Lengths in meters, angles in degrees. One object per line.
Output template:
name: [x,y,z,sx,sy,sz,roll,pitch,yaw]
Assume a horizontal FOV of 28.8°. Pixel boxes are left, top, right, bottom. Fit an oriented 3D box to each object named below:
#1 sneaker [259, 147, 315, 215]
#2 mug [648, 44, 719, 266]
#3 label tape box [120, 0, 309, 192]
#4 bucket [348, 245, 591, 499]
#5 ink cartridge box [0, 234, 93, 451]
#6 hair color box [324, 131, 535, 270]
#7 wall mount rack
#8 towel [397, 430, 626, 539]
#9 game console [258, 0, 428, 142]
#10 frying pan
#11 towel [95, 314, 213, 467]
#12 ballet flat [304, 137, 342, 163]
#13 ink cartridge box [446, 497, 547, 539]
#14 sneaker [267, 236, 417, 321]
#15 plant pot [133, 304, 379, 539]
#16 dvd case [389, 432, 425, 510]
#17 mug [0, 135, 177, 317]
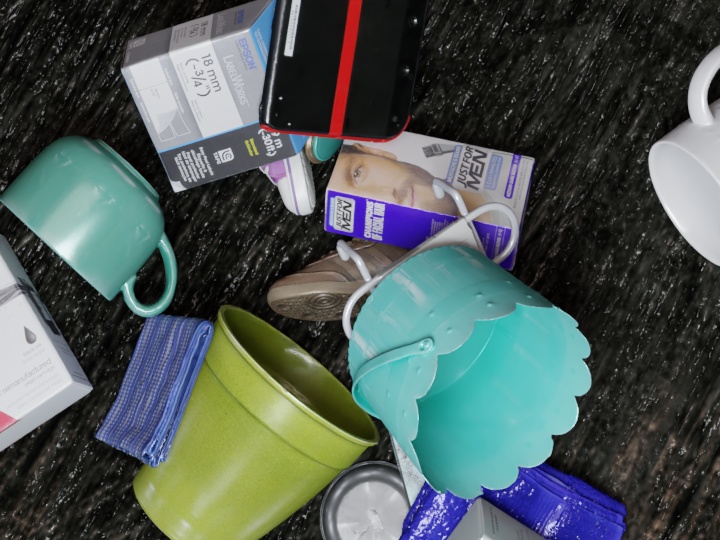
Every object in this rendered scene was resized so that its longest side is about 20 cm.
sneaker: [-0.119,-0.134,1.473,0.113,0.073,0.203,-21,68,2]
mug: [0.386,-0.132,1.372,0.174,0.147,0.202,-34,114,-11]
label tape box: [-0.115,-0.178,1.369,0.197,0.064,0.145,-16,123,8]
bucket: [0.094,0.087,1.269,0.207,0.208,0.135,-43,44,-4]
ink cartridge box: [-0.393,0.075,1.450,0.144,0.083,0.201,-33,79,-1]
hair color box: [0.071,-0.078,1.425,0.197,0.065,0.110,11,48,8]
wall mount rack: [0.065,0.016,1.346,0.199,0.074,0.175,-33,121,-12]
towel: [0.151,0.251,1.364,0.198,0.050,0.149,30,83,-7]
game console: [-0.013,-0.229,1.366,0.175,0.031,0.203,2,101,-35]
frying pan: [0.051,0.249,1.412,0.187,0.031,0.117,-4,82,6]
towel: [-0.206,0.112,1.378,0.024,0.199,0.147,25,80,-23]
ballet flat: [-0.028,-0.210,1.484,0.072,0.068,0.202,21,82,28]
ink cartridge box: [0.153,0.333,1.312,0.199,0.084,0.146,33,105,-8]
sneaker: [0.000,0.000,1.448,0.197,0.071,0.077,-7,63,-2]
plant pot: [-0.117,0.173,1.366,0.200,0.200,0.194,40,97,10]
dvd case: [0.095,0.140,1.415,0.144,0.022,0.203,-13,79,-9]
mug: [-0.266,-0.053,1.438,0.115,0.185,0.152,-49,40,-8]
